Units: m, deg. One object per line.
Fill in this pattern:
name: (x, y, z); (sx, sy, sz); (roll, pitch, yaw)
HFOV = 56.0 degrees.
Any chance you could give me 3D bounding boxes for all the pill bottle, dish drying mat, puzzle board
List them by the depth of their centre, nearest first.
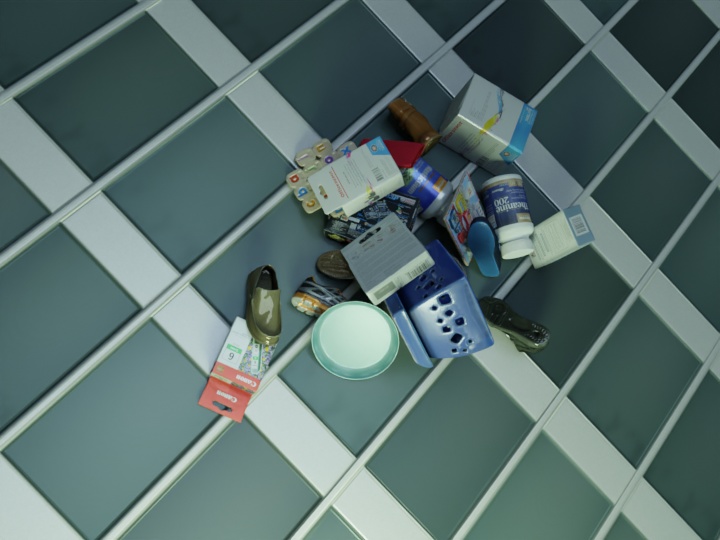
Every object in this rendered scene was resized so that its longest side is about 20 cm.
dish drying mat: (0.065, -0.288, 1.670); (0.018, 0.199, 0.077); (44, 68, -43)
puzzle board: (0.268, -0.127, 1.695); (0.017, 0.200, 0.152); (12, 63, 33)
pill bottle: (0.162, -0.203, 1.705); (0.199, 0.112, 0.112); (38, 67, -3)
pill bottle: (0.386, -0.138, 1.758); (0.110, 0.111, 0.203); (-6, 77, -19)

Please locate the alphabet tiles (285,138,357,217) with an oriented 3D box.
alphabet tiles: (-0.073, -0.228, 1.654); (0.194, 0.015, 0.201); (-31, 71, -10)

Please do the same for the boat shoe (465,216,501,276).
boat shoe: (0.309, -0.069, 1.697); (0.083, 0.201, 0.069); (6, 53, 20)

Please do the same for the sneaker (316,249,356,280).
sneaker: (0.000, 0.000, 1.628); (0.197, 0.113, 0.072); (3, 74, 15)

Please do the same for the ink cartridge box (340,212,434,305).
ink cartridge box: (0.057, -0.030, 1.523); (0.162, 0.200, 0.057); (-35, 121, 1)

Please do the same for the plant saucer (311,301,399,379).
plant saucer: (-0.012, 0.155, 1.535); (0.197, 0.027, 0.202); (1, 114, 1)

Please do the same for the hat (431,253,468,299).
hat: (0.199, 0.031, 1.666); (0.198, 0.081, 0.203); (5, 74, -17)

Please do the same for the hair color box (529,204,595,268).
hair color box: (0.500, -0.083, 1.730); (0.060, 0.200, 0.100); (-18, 81, -22)

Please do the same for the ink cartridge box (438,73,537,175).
ink cartridge box: (0.331, -0.383, 1.791); (0.198, 0.147, 0.147); (28, 68, -9)

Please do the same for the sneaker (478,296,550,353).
sneaker: (0.380, 0.145, 1.703); (0.198, 0.115, 0.077); (29, 70, 22)

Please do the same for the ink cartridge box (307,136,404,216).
ink cartridge box: (-0.011, -0.210, 1.593); (0.198, 0.068, 0.116); (-28, 70, 1)

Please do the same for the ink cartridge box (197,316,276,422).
ink cartridge box: (-0.265, 0.215, 1.481); (0.108, 0.050, 0.202); (26, 67, -10)

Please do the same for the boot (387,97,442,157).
boot: (0.130, -0.369, 1.716); (0.074, 0.200, 0.155); (-43, 96, 13)

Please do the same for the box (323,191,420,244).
box: (0.029, -0.127, 1.643); (0.198, 0.046, 0.160); (18, 69, 9)

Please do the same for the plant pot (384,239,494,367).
plant pot: (0.159, 0.083, 1.508); (0.178, 0.200, 0.201); (-27, 119, 1)

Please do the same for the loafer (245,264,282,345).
loafer: (-0.213, 0.070, 1.498); (0.075, 0.068, 0.202); (4, 53, -29)

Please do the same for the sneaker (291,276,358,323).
sneaker: (-0.059, 0.081, 1.575); (0.198, 0.078, 0.078); (28, 57, -11)
